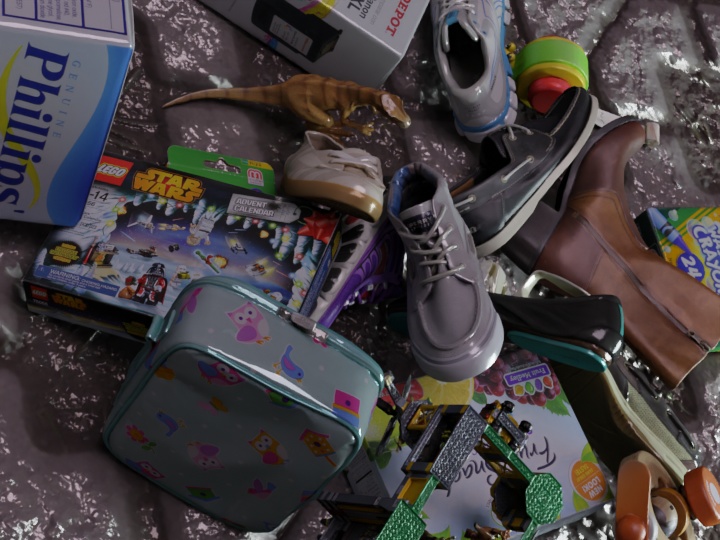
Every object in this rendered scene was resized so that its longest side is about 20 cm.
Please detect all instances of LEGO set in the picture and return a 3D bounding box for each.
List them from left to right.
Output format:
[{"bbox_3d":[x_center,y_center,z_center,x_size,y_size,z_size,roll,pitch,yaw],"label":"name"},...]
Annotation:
[{"bbox_3d":[0.037,0.183,1.155,0.154,0.115,0.201,40,65,-28],"label":"LEGO set"}]

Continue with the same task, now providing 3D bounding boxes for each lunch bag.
[{"bbox_3d":[-0.085,0.090,1.113,0.160,0.200,0.077,32,50,-8],"label":"lunch bag"}]

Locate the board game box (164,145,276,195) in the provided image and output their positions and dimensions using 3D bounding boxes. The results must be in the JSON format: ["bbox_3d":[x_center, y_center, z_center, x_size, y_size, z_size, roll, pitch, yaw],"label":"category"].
[{"bbox_3d":[-0.106,-0.001,1.266,0.095,0.030,0.202,10,61,-27],"label":"board game box"}]

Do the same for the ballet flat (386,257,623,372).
[{"bbox_3d":[0.118,0.032,1.296,0.199,0.068,0.069,11,68,26],"label":"ballet flat"}]

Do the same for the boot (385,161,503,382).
[{"bbox_3d":[0.053,-0.004,1.229,0.200,0.073,0.096,-103,169,-60],"label":"boot"}]

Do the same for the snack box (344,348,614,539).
[{"bbox_3d":[0.087,0.149,1.276,0.199,0.053,0.143,-14,72,-35],"label":"snack box"}]

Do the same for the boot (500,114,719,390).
[{"bbox_3d":[0.252,-0.022,1.423,0.200,0.069,0.188,37,59,12],"label":"boot"}]

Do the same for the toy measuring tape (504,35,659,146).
[{"bbox_3d":[0.211,-0.171,1.526,0.199,0.074,0.074,19,55,-20],"label":"toy measuring tape"}]

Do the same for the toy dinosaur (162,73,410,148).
[{"bbox_3d":[-0.050,-0.145,1.353,0.198,0.106,0.061,2,79,16],"label":"toy dinosaur"}]

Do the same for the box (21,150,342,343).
[{"bbox_3d":[-0.127,-0.007,1.195,0.198,0.040,0.138,15,51,10],"label":"box"}]

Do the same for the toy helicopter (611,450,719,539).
[{"bbox_3d":[0.234,0.230,1.250,0.132,0.078,0.201,38,36,-47],"label":"toy helicopter"}]

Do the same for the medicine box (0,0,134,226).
[{"bbox_3d":[-0.273,-0.136,1.123,0.198,0.183,0.103,6,47,-20],"label":"medicine box"}]

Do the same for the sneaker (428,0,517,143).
[{"bbox_3d":[0.095,-0.220,1.462,0.087,0.074,0.201,48,28,-59],"label":"sneaker"}]

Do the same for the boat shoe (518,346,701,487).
[{"bbox_3d":[0.210,0.107,1.368,0.201,0.072,0.066,50,45,-3],"label":"boat shoe"}]

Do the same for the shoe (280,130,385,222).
[{"bbox_3d":[-0.023,-0.076,1.257,0.069,0.200,0.054,17,94,-15],"label":"shoe"}]

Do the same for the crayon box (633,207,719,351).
[{"bbox_3d":[0.347,0.007,1.515,0.199,0.052,0.127,-2,64,-32],"label":"crayon box"}]

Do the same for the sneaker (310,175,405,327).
[{"bbox_3d":[0.000,0.000,1.290,0.084,0.080,0.200,61,39,-18],"label":"sneaker"}]

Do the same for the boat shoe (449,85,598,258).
[{"bbox_3d":[0.140,-0.100,1.419,0.068,0.072,0.200,48,62,-13],"label":"boat shoe"}]

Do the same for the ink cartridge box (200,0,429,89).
[{"bbox_3d":[-0.039,-0.262,1.423,0.199,0.083,0.146,32,51,-10],"label":"ink cartridge box"}]
